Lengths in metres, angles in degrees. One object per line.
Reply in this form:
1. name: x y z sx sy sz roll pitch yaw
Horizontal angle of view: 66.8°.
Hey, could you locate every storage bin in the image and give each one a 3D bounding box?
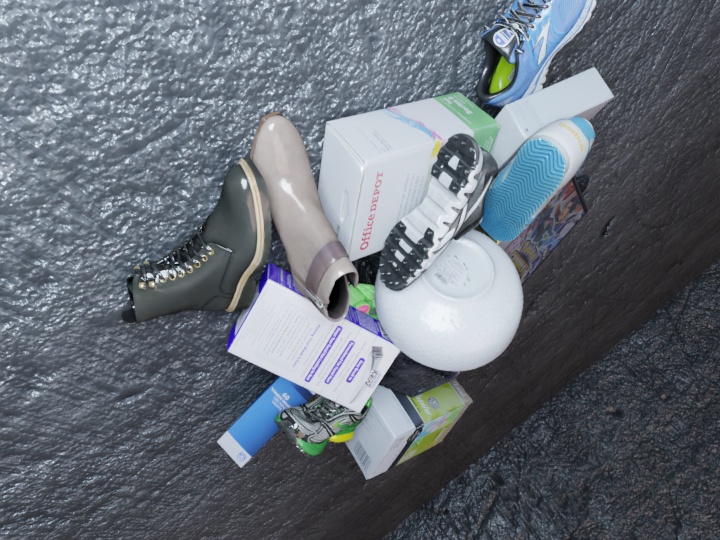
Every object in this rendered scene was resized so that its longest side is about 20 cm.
1. storage bin: 0.082 0.099 0.826 0.092 0.137 0.200 21 154 -9

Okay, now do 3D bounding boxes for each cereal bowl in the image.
1. cereal bowl: 0.116 0.018 0.696 0.198 0.201 0.084 -26 153 -19

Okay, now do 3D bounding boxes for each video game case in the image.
1. video game case: 0.276 -0.064 0.861 0.181 0.026 0.199 -50 147 8

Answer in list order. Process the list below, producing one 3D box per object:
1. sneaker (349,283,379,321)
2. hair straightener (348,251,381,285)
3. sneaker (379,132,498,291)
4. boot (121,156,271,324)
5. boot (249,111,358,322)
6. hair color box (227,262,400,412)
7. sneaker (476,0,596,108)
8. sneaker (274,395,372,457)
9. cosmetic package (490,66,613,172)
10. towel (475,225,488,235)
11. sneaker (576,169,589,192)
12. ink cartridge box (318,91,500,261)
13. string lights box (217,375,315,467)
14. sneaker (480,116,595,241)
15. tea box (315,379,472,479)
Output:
1. sneaker: -0.050 0.069 0.787 0.196 0.078 0.084 -19 -174 -3
2. hair straightener: 0.000 0.000 0.772 0.075 0.041 0.201 -15 146 -2
3. sneaker: 0.095 -0.055 0.629 0.089 0.067 0.202 3 126 -44
4. boot: -0.172 -0.017 0.559 0.136 0.078 0.202 -11 138 -31
5. boot: -0.052 -0.044 0.575 0.069 0.147 0.202 -26 146 -15
6. hair color box: -0.058 0.089 0.709 0.198 0.065 0.110 30 104 -16
7. sneaker: 0.192 -0.271 0.615 0.088 0.079 0.202 -17 143 -35
8. sneaker: -0.050 0.204 0.788 0.086 0.078 0.199 -54 157 13
9. cosmetic package: 0.214 -0.168 0.729 0.149 0.052 0.200 -25 169 -20
10. towel: 0.219 -0.010 0.920 0.149 0.036 0.203 -49 137 -37
11. sneaker: 0.325 -0.156 0.915 0.113 0.075 0.201 -40 149 -12
12. ink cartridge box: 0.052 -0.114 0.656 0.197 0.088 0.147 -23 145 -29
13. string lights box: -0.126 0.205 0.862 0.200 0.059 0.103 -46 178 11
14. sneaker: 0.198 -0.100 0.642 0.080 0.077 0.200 -36 174 -24
15. tea box: 0.052 0.218 0.969 0.194 0.201 0.135 -10 140 -37
